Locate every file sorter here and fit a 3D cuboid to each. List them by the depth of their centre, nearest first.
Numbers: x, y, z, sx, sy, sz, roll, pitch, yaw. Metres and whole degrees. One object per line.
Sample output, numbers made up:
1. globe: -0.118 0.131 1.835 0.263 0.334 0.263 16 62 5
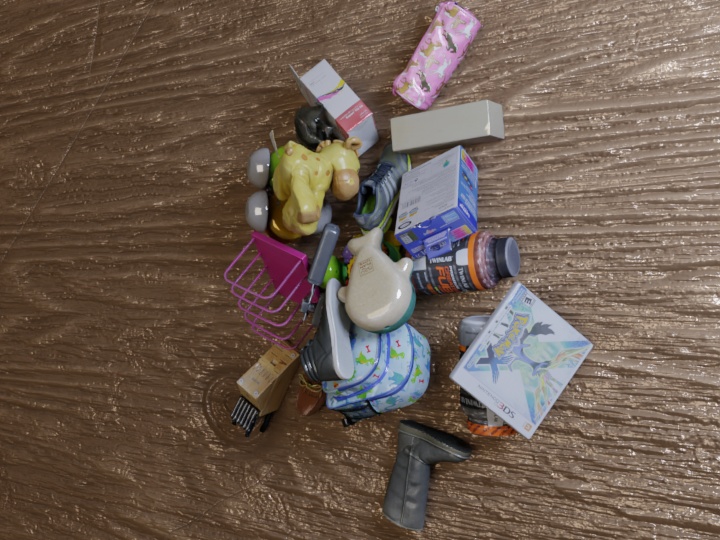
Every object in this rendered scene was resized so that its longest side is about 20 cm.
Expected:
1. file sorter: -0.175 0.049 1.534 0.138 0.201 0.126 24 61 28

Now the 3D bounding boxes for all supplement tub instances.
1. supplement tub: 0.238 0.186 1.349 0.121 0.122 0.203 0 93 31
2. supplement tub: 0.187 -0.015 1.377 0.198 0.106 0.109 -7 89 32

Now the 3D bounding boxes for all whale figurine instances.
1. whale figurine: 0.034 0.023 1.387 0.158 0.104 0.202 -27 55 18

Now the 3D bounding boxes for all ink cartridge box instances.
1. ink cartridge box: 0.138 -0.112 1.355 0.135 0.076 0.202 -24 37 31
2. ink cartridge box: -0.052 -0.333 1.492 0.067 0.117 0.201 -38 72 -4

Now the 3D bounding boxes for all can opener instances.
1. can opener: -0.069 0.012 1.462 0.066 0.053 0.202 19 105 -4

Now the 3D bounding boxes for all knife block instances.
1. knife block: -0.206 0.272 1.675 0.064 0.176 0.200 34 65 24

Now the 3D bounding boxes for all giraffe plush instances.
1. giraffe plush: -0.072 -0.179 1.424 0.172 0.160 0.203 -162 59 -67

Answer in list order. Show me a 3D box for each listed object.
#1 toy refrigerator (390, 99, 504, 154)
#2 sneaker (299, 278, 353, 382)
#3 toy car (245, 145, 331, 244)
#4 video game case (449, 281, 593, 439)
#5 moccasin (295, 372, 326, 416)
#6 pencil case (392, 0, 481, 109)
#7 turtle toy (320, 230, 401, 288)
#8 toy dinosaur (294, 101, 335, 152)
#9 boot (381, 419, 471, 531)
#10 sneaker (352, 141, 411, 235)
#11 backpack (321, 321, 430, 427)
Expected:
1. toy refrigerator: 0.160 -0.267 1.397 0.198 0.076 0.071 -5 91 32
2. sneaker: -0.071 0.116 1.403 0.098 0.070 0.203 -21 60 30
3. toy car: -0.154 -0.154 1.565 0.150 0.172 0.203 147 125 -70
4. video game case: 0.276 0.154 1.282 0.182 0.022 0.201 38 84 -12
5. moccasin: -0.089 0.218 1.579 0.073 0.077 0.203 37 111 24
6. pencil case: 0.139 -0.397 1.399 0.086 0.082 0.201 41 113 22
7. turtle toy: 0.000 0.000 1.497 0.198 0.101 0.148 -4 91 32
8. toy dinosaur: -0.098 -0.277 1.483 0.102 0.200 0.077 37 85 14
9. boot: 0.124 0.411 1.463 0.180 0.072 0.203 14 94 44
10. sneaker: 0.041 -0.164 1.452 0.073 0.081 0.203 8 73 29
11. backpack: 0.026 0.181 1.443 0.198 0.147 0.185 -17 52 26
